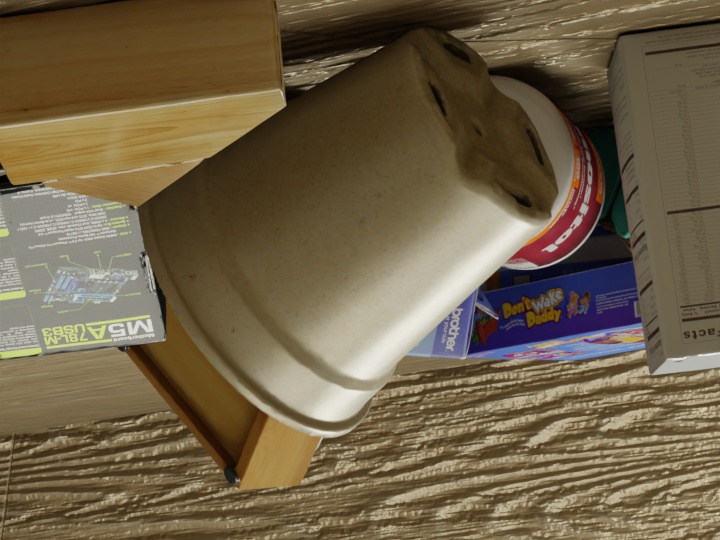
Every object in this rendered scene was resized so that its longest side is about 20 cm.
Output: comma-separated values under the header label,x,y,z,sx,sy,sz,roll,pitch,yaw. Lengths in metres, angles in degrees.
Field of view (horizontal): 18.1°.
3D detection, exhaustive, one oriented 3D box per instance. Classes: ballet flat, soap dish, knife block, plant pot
label,x,y,z,sx,sy,sz,roll,pitch,yaw
ballet flat,0.206,-0.051,1.602,0.072,0.068,0.200,19,-169,-12
soap dish,-0.104,0.060,1.743,0.081,0.200,0.158,-29,158,-32
knife block,-0.159,-0.094,1.154,0.175,0.064,0.200,12,151,-39
plant pot,0.005,-0.037,1.303,0.183,0.201,0.200,-36,160,25

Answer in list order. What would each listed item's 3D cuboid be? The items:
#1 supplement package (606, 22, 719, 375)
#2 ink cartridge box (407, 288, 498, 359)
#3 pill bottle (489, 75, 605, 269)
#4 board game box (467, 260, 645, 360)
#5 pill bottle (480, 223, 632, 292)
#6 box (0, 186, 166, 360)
label,x,y,z,sx,sy,sz,roll,pitch,yaw
supplement package,0.223,-0.044,1.405,0.113,0.202,0.110,-7,173,1
ink cartridge box,0.000,0.000,1.586,0.199,0.077,0.137,3,-158,-14
pill bottle,0.102,-0.060,1.513,0.112,0.114,0.200,-9,173,14
board game box,0.184,0.030,1.660,0.134,0.045,0.199,3,169,-43
pill bottle,0.172,-0.041,1.737,0.198,0.113,0.112,-6,173,-3
box,-0.224,-0.025,1.327,0.198,0.048,0.194,-8,137,1
